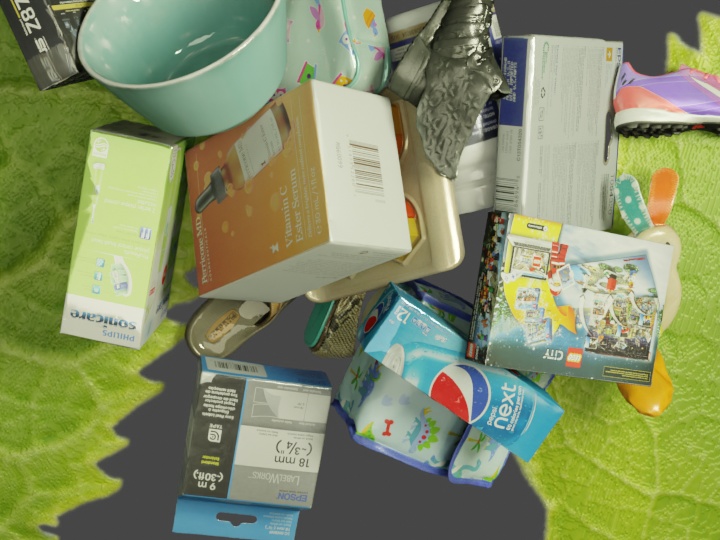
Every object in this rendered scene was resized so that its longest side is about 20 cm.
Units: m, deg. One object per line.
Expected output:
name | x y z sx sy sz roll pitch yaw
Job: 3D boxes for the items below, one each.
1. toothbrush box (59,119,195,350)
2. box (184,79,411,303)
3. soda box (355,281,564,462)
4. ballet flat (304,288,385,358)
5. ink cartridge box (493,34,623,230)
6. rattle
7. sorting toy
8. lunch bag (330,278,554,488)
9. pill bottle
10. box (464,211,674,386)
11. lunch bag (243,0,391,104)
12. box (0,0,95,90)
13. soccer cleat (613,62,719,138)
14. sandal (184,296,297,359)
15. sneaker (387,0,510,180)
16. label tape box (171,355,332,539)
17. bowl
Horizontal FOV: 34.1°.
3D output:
toothbrush box | -0.232 -0.041 1.182 0.084 0.146 0.204 12 100 -1
box | -0.064 -0.067 1.115 0.198 0.105 0.155 -22 71 43
soda box | 0.094 0.097 1.120 0.198 0.068 0.065 34 95 -12
ballet flat | 0.000 0.000 1.235 0.074 0.068 0.203 10 107 -23
ink cartridge box | 0.198 -0.130 1.163 0.043 0.199 0.200 8 102 35
rattle | 0.285 0.016 1.173 0.128 0.143 0.202 22 116 -1
sorting toy | 0.002 -0.075 1.152 0.198 0.036 0.189 -14 82 40
lunch bag | 0.096 0.121 1.225 0.198 0.127 0.172 25 98 -22
pill bottle | 0.099 -0.166 1.171 0.114 0.116 0.204 -15 99 3
box | 0.198 0.029 1.099 0.197 0.038 0.139 9 91 -28
lunch bag | -0.059 -0.251 1.142 0.159 0.077 0.204 -17 82 36
box | -0.281 -0.263 1.114 0.048 0.200 0.163 -22 100 13
soccer cleat | 0.356 -0.176 1.195 0.196 0.068 0.075 -1 82 -2
sandal | -0.114 0.020 1.237 0.200 0.055 0.082 -44 97 7
sneaker | 0.100 -0.193 1.071 0.103 0.060 0.201 35 94 2
label tape box | -0.117 0.204 1.253 0.141 0.063 0.204 8 100 -13
bowl | -0.145 -0.201 1.067 0.198 0.203 0.106 -21 139 4
